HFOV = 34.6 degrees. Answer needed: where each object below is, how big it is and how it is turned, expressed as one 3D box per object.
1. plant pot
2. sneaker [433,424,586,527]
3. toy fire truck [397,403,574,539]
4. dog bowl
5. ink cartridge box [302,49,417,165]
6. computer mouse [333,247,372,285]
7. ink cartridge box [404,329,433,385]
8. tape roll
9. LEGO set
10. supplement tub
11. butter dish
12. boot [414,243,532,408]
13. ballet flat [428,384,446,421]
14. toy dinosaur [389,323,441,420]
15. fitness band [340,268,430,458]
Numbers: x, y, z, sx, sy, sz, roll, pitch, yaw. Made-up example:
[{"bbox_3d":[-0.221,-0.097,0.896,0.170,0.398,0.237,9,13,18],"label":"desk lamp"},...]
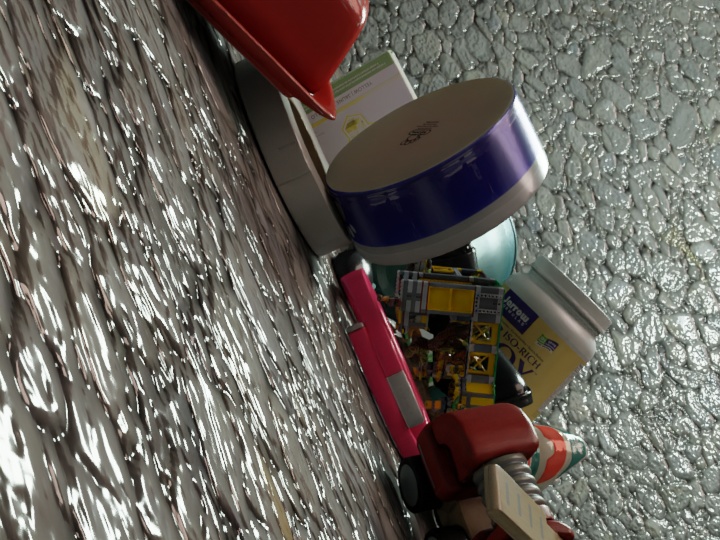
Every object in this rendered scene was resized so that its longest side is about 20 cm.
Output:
[{"bbox_3d":[0.089,-0.015,1.468,0.203,0.198,0.188,66,18,-4],"label":"plant pot"},{"bbox_3d":[0.136,0.195,1.081,0.200,0.092,0.071,130,-43,-55],"label":"sneaker"},{"bbox_3d":[0.104,0.174,0.875,0.201,0.127,0.178,114,-37,-50],"label":"toy fire truck"},{"bbox_3d":[0.069,-0.095,1.077,0.079,0.198,0.201,61,7,-23],"label":"dog bowl"},{"bbox_3d":[0.018,-0.121,1.287,0.202,0.144,0.048,61,10,-9],"label":"ink cartridge box"},{"bbox_3d":[0.000,0.000,1.276,0.200,0.034,0.059,-60,126,-84],"label":"computer mouse"},{"bbox_3d":[0.138,0.156,1.727,0.145,0.083,0.202,-104,169,-61],"label":"ink cartridge box"},{"bbox_3d":[-0.062,-0.112,1.104,0.203,0.037,0.206,-23,91,-84],"label":"tape roll"},{"bbox_3d":[0.068,0.059,1.135,0.200,0.114,0.156,-94,-170,-72],"label":"LEGO set"},{"bbox_3d":[0.201,0.096,1.441,0.145,0.200,0.145,42,4,-4],"label":"supplement tub"},{"bbox_3d":[-0.058,-0.257,0.987,0.200,0.148,0.200,42,13,-20],"label":"butter dish"},{"bbox_3d":[0.117,0.058,1.283,0.200,0.075,0.171,-154,-127,-71],"label":"boot"},{"bbox_3d":[0.114,0.227,1.334,0.072,0.068,0.202,91,-16,-51],"label":"ballet flat"},{"bbox_3d":[0.050,0.102,1.332,0.201,0.059,0.108,-116,-168,-55],"label":"toy dinosaur"},{"bbox_3d":[0.026,0.097,1.130,0.144,0.037,0.203,5,63,-87],"label":"fitness band"}]
